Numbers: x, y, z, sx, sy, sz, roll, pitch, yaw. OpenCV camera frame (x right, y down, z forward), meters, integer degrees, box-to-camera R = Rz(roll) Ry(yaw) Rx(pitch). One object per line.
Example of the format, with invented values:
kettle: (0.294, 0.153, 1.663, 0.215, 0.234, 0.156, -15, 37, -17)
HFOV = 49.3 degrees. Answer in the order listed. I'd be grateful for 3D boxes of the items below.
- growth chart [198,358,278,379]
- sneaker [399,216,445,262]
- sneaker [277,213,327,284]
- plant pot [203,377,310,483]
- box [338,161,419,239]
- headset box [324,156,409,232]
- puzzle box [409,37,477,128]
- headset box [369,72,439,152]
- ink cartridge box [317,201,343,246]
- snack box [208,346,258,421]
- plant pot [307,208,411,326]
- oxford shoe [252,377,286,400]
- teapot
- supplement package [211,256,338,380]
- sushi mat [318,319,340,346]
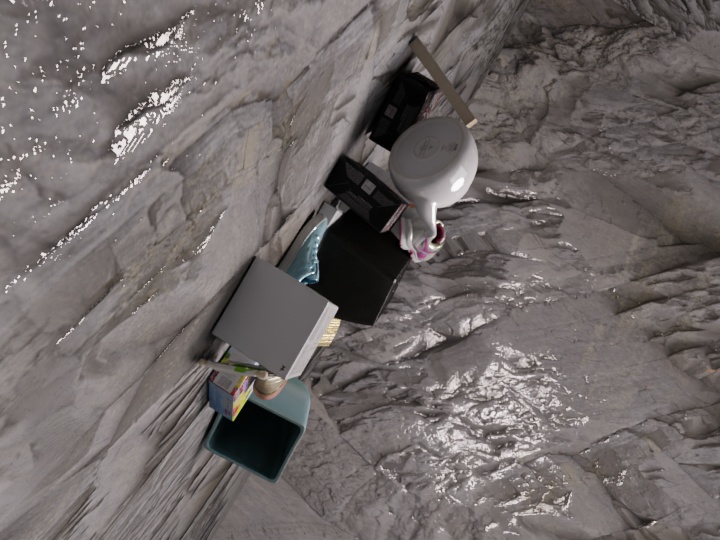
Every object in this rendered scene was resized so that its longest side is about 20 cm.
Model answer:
growth chart: (-0.208, 0.172, 1.377, 0.200, 0.142, 0.018, 43, 57, -80)
sneaker: (0.146, -0.066, 1.699, 0.200, 0.086, 0.083, 21, 67, -71)
sneaker: (-0.107, -0.016, 1.565, 0.202, 0.081, 0.074, -58, 176, -12)
plant pot: (-0.227, 0.336, 1.871, 0.198, 0.194, 0.201, -61, -176, 29)
box: (0.068, -0.151, 1.852, 0.098, 0.198, 0.124, -60, 174, 29)
headset box: (0.019, -0.154, 1.616, 0.075, 0.148, 0.200, -51, 177, 9)
puzzle box: (0.173, -0.382, 1.611, 0.025, 0.202, 0.133, -35, 180, 13)
headset box: (0.104, -0.346, 1.708, 0.150, 0.074, 0.200, -62, 174, 21)
ink cartridge box: (-0.105, -0.046, 1.667, 0.203, 0.039, 0.099, -61, 175, 1)
snack box: (-0.230, 0.186, 1.600, 0.202, 0.067, 0.169, -59, 175, -27)
plant pot: (0.000, 0.000, 1.733, 0.202, 0.175, 0.200, -65, 172, 30)
oxford shoe: (-0.146, 0.171, 1.592, 0.201, 0.070, 0.074, -58, 171, -36)
teapot: (0.159, -0.203, 1.589, 0.198, 0.199, 0.147, -34, 136, 3)
supplement package: (-0.144, 0.087, 1.395, 0.152, 0.150, 0.200, -59, 175, -3)
sushi mat: (-0.137, 0.149, 1.918, 0.197, 0.012, 0.097, 3, 122, -41)
